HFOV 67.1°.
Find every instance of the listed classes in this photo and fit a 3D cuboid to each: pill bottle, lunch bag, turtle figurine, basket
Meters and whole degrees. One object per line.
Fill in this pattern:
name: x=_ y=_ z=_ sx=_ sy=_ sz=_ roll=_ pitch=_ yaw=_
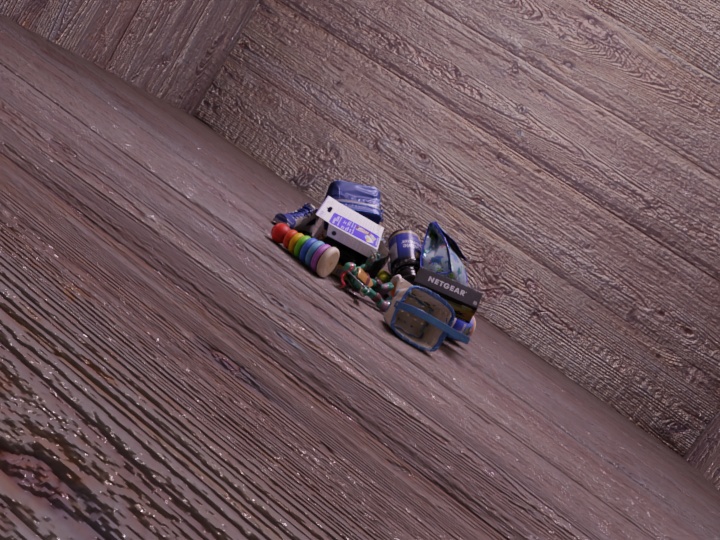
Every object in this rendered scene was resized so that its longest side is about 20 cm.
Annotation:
pill bottle: x=0.152 y=-0.032 z=1.781 sx=0.111 sy=0.112 sz=0.201 roll=29 pitch=39 yaw=-31
lunch bag: x=0.270 y=-0.035 z=1.753 sx=0.170 sy=0.126 sz=0.202 roll=45 pitch=36 yaw=-50
turtle figurine: x=0.017 y=0.022 z=1.461 sx=0.100 sy=0.151 sz=0.200 roll=-12 pitch=-41 yaw=37
basket: x=0.155 y=0.119 z=1.335 sx=0.175 sy=0.140 sz=0.200 roll=32 pitch=-2 yaw=-25
pill bottle: x=0.285 y=0.159 z=1.781 sx=0.199 sy=0.113 sz=0.112 roll=26 pitch=11 yaw=-45
lunch bag: x=-0.020 y=-0.186 z=1.747 sx=0.198 sy=0.136 sz=0.134 roll=8 pitch=57 yaw=-11

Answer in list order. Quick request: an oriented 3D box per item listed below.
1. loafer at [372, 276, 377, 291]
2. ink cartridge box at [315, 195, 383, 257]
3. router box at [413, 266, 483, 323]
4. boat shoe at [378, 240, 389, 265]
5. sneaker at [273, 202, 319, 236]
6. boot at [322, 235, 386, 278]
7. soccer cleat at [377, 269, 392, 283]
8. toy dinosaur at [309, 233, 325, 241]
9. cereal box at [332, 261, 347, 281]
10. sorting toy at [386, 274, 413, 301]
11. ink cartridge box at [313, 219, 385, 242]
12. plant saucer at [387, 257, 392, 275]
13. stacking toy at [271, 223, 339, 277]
loafer: x=0.000 y=0.000 z=1.748 sx=0.201 sy=0.070 sz=0.068 roll=56 pitch=-6 yaw=29
ink cartridge box: x=-0.033 y=-0.127 z=1.570 sx=0.199 sy=0.044 sz=0.198 roll=30 pitch=23 yaw=-5
router box: x=0.253 y=0.076 z=1.620 sx=0.198 sy=0.053 sz=0.158 roll=24 pitch=-19 yaw=12
boat shoe: x=0.045 y=-0.060 z=1.758 sx=0.063 sy=0.073 sz=0.200 roll=37 pitch=-14 yaw=22
sneaker: x=-0.201 y=-0.178 z=1.799 sx=0.080 sy=0.116 sz=0.199 roll=35 pitch=7 yaw=24
boot: x=-0.015 y=-0.051 z=1.611 sx=0.157 sy=0.080 sz=0.211 roll=35 pitch=10 yaw=16
soccer cleat: x=0.075 y=0.031 z=1.863 sx=0.084 sy=0.065 sz=0.200 roll=40 pitch=3 yaw=11
toy dinosaur: x=-0.095 y=-0.088 z=1.762 sx=0.106 sy=0.061 sz=0.199 roll=-16 pitch=12 yaw=-39
cereal box: x=-0.075 y=-0.025 z=1.656 sx=0.143 sy=0.040 sz=0.200 roll=27 pitch=11 yaw=-40
sorting toy: x=0.144 y=0.098 z=1.637 sx=0.199 sy=0.107 sz=0.180 roll=33 pitch=0 yaw=-16
ink cartridge box: x=-0.041 y=-0.103 z=1.891 sx=0.199 sy=0.148 sz=0.145 roll=36 pitch=7 yaw=12
plant saucer: x=0.187 y=0.009 z=1.884 sx=0.198 sy=0.051 sz=0.201 roll=7 pitch=34 yaw=-5
stacking toy: x=-0.156 y=-0.065 z=1.435 sx=0.199 sy=0.086 sz=0.085 roll=31 pitch=6 yaw=19
